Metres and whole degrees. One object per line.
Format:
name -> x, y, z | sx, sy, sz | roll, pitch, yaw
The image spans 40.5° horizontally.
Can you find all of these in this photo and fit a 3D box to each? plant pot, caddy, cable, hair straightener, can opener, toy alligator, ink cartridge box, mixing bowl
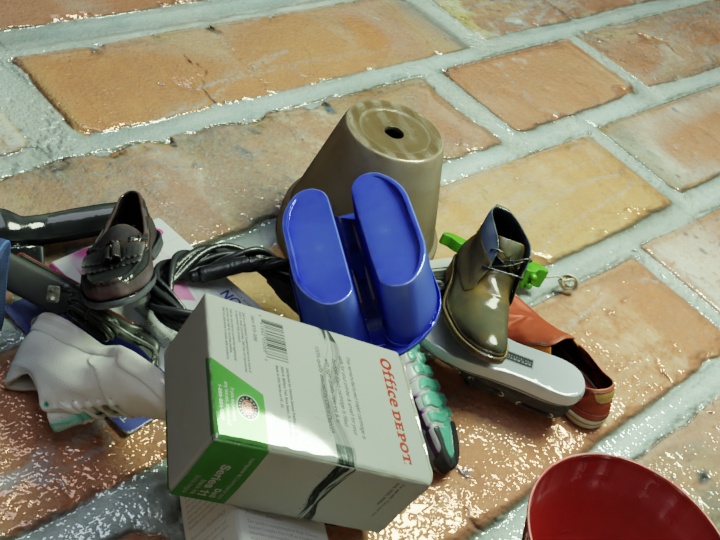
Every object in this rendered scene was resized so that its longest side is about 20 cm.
plant pot -> 0.014, -0.094, 1.142 | 0.199, 0.174, 0.201 | 12, 42, -11
caddy -> 0.000, 0.000, 0.962 | 0.141, 0.105, 0.201 | -14, 47, -2
cable -> -0.120, 0.027, 0.979 | 0.199, 0.051, 0.164 | 23, 42, -2
hair straightener -> -0.269, 0.039, 0.911 | 0.199, 0.041, 0.077 | 32, 2, 13
can opener -> -0.321, -0.042, 1.025 | 0.199, 0.079, 0.063 | -18, 9, -33
toy alligator -> 0.190, 0.000, 1.197 | 0.199, 0.059, 0.054 | 19, 28, -16
ink cartridge box -> -0.217, 0.045, 0.985 | 0.196, 0.043, 0.200 | 39, 41, 19
mixing bowl -> 0.220, 0.276, 0.870 | 0.199, 0.109, 0.201 | 13, 40, -11
ink cartridge box -> -0.053, 0.120, 0.802 | 0.199, 0.083, 0.147 | 19, 37, -28

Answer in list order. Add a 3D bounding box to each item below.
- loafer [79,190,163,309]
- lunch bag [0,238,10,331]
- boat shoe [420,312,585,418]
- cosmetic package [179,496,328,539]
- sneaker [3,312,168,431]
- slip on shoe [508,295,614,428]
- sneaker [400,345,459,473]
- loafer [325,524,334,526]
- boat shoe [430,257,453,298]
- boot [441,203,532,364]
loafer -> -0.229, -0.023, 0.925 | 0.071, 0.063, 0.200 | -9, 19, -2
lunch bag -> -0.388, 0.044, 0.834 | 0.132, 0.136, 0.201 | 13, 40, -11
boat shoe -> 0.142, 0.104, 1.059 | 0.199, 0.066, 0.070 | 21, 45, 1
cosmetic package -> -0.091, 0.204, 0.817 | 0.101, 0.074, 0.201 | 27, 30, -37
sneaker -> -0.235, 0.109, 0.863 | 0.199, 0.075, 0.089 | 17, 62, 33
slip on shoe -> 0.218, 0.089, 1.116 | 0.074, 0.061, 0.200 | -14, 50, -33
sneaker -> 0.032, 0.124, 1.008 | 0.074, 0.087, 0.201 | 29, 36, -63
loafer -> -0.014, 0.156, 0.938 | 0.072, 0.073, 0.201 | 18, 48, -20
boat shoe -> 0.061, 0.031, 1.100 | 0.199, 0.071, 0.064 | -13, 47, -36
boot -> 0.135, 0.009, 1.030 | 0.074, 0.097, 0.200 | 19, 29, -13
